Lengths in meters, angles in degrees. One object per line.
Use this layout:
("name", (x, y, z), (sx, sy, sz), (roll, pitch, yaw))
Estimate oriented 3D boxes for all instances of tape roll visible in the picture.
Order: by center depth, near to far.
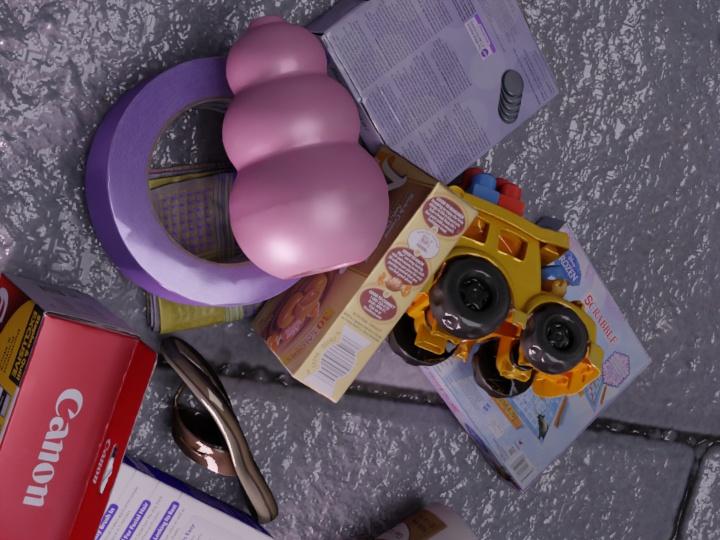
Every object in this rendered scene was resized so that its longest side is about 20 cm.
("tape roll", (-0.119, -0.071, 1.079), (0.200, 0.066, 0.200), (0, 89, -28))

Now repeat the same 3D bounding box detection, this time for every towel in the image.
("towel", (-0.098, -0.025, 1.152), (0.200, 0.023, 0.144), (-8, 106, -27))

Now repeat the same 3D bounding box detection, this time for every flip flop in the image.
("flip flop", (-0.131, 0.147, 1.154), (0.058, 0.081, 0.200), (-25, 119, -6))

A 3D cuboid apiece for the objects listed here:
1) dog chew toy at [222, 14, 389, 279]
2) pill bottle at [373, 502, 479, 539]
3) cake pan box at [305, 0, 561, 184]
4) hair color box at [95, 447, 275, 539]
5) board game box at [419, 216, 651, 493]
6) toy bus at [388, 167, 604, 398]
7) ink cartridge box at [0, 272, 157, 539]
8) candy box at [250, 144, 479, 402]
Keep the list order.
("dog chew toy", (-0.051, -0.097, 1.016), (0.124, 0.125, 0.200), (-13, 87, -26))
("pill bottle", (0.022, 0.317, 1.251), (0.200, 0.114, 0.114), (-29, 115, -21))
("cake pan box", (0.066, -0.189, 1.186), (0.184, 0.052, 0.200), (-42, 119, -16))
("hair color box", (-0.185, 0.232, 1.144), (0.200, 0.065, 0.109), (35, 85, -33))
("board game box", (0.173, 0.085, 1.319), (0.200, 0.041, 0.200), (-42, 118, -13))
("toy bus", (0.128, 0.003, 1.204), (0.200, 0.136, 0.192), (24, 64, -12))
("ink cartridge box", (-0.249, 0.122, 1.015), (0.084, 0.176, 0.200), (17, 93, -31))
("candy box", (0.000, 0.000, 1.120), (0.055, 0.115, 0.200), (36, 93, -31))
